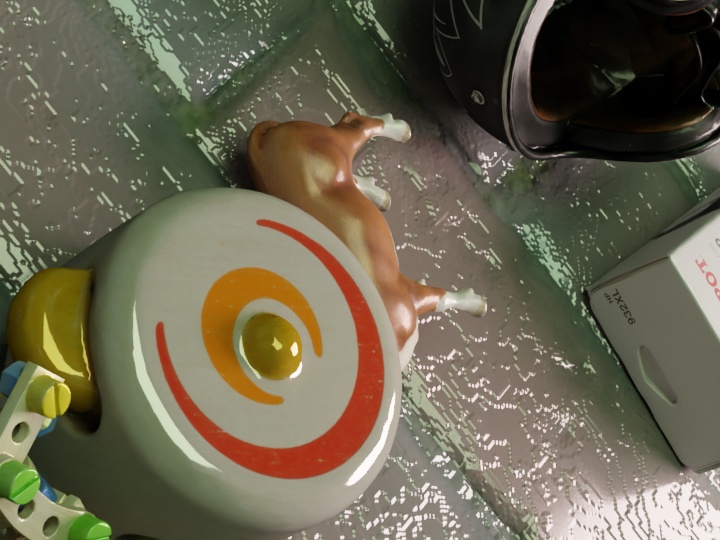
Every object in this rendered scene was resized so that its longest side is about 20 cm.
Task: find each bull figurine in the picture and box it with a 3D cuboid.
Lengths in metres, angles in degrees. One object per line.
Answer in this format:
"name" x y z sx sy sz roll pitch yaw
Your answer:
"bull figurine" 0.000 0.000 1.194 0.121 0.065 0.200 -15 84 -45

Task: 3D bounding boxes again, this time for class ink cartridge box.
"ink cartridge box" 0.266 0.022 1.377 0.200 0.084 0.145 -34 94 -41

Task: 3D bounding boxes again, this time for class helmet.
"helmet" 0.142 -0.165 1.291 0.190 0.200 0.200 2 62 10

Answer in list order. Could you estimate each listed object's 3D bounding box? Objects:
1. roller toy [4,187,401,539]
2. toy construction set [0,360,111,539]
"roller toy" -0.079 0.054 1.058 0.200 0.140 0.182 50 49 -9
"toy construction set" -0.200 0.141 0.943 0.200 0.092 0.131 -36 134 -18
